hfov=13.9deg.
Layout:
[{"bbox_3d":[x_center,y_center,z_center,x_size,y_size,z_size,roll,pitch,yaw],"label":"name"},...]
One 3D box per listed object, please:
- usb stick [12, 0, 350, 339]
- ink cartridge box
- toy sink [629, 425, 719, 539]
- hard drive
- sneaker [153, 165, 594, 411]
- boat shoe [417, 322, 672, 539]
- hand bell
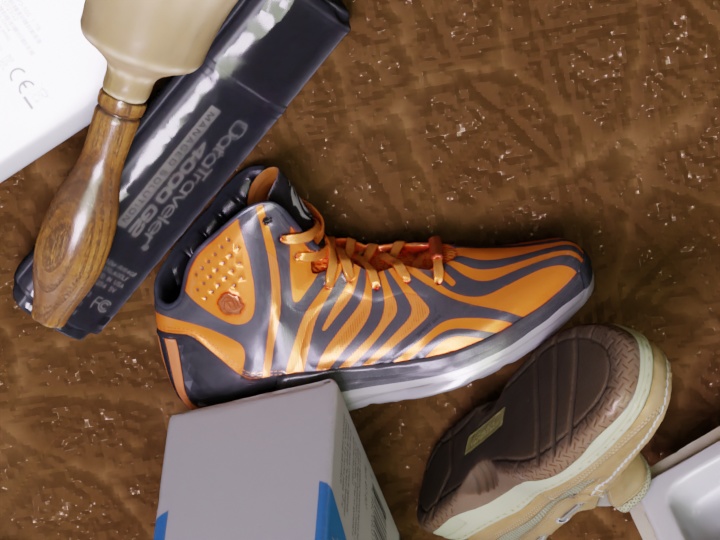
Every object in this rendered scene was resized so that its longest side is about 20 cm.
[{"bbox_3d":[-0.081,-0.054,1.331,0.055,0.033,0.200,31,104,-37],"label":"usb stick"},{"bbox_3d":[-0.021,0.174,1.316,0.084,0.146,0.201,-13,126,12],"label":"ink cartridge box"},{"bbox_3d":[0.199,0.135,1.328,0.112,0.131,0.200,-31,128,6],"label":"toy sink"},{"bbox_3d":[-0.201,-0.091,1.317,0.200,0.026,0.132,-32,106,7],"label":"hard drive"},{"bbox_3d":[0.000,0.000,1.331,0.199,0.078,0.113,-19,109,2],"label":"sneaker"},{"bbox_3d":[0.098,0.079,1.322,0.076,0.200,0.072,22,66,-15],"label":"boat shoe"},{"bbox_3d":[-0.107,-0.066,1.279,0.104,0.104,0.201,18,109,-9],"label":"hand bell"}]
